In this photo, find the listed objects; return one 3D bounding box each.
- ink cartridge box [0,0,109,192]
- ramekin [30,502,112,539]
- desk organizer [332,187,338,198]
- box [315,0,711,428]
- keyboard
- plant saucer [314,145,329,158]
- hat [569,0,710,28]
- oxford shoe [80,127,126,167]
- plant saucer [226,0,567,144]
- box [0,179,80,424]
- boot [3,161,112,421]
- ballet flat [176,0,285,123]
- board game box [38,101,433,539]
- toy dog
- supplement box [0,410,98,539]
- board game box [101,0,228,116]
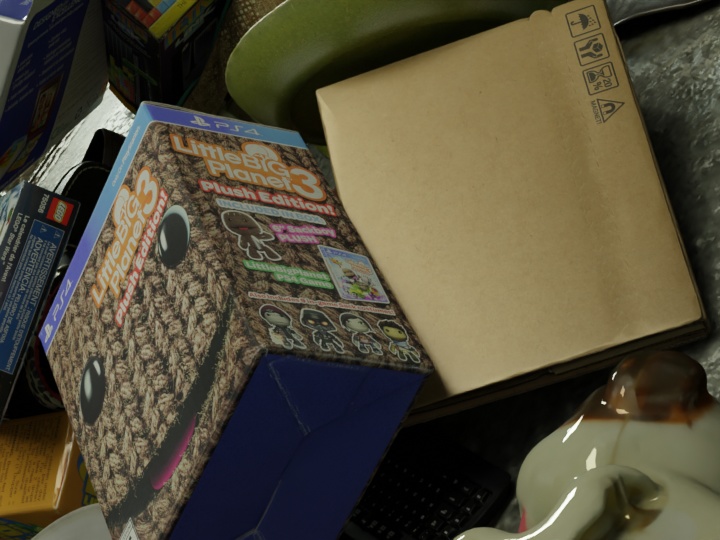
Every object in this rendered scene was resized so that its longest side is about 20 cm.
[{"bbox_3d":[-0.196,-0.157,1.280,0.198,0.047,0.201,-52,-13,-55],"label":"ink cartridge box"},{"bbox_3d":[-0.132,0.212,1.032,0.202,0.094,0.203,-31,36,26],"label":"ramekin"},{"bbox_3d":[0.000,0.000,1.118,0.199,0.072,0.077,-22,38,37],"label":"desk organizer"},{"bbox_3d":[0.071,-0.033,1.000,0.162,0.021,0.201,-18,60,9],"label":"box"},{"bbox_3d":[-0.011,0.110,1.039,0.104,0.040,0.200,-51,31,-10],"label":"keyboard"},{"bbox_3d":[0.032,-0.160,1.286,0.199,0.031,0.201,-32,35,26],"label":"plant saucer"},{"bbox_3d":[0.173,-0.234,1.141,0.200,0.081,0.201,-32,35,25],"label":"hat"},{"bbox_3d":[-0.211,-0.007,1.382,0.071,0.072,0.201,7,62,53],"label":"oxford shoe"},{"bbox_3d":[0.025,-0.117,1.110,0.199,0.199,0.031,-28,68,31],"label":"plant saucer"},{"bbox_3d":[-0.228,0.025,1.215,0.138,0.040,0.200,-71,16,-10],"label":"box"},{"bbox_3d":[-0.176,0.011,1.263,0.154,0.073,0.205,144,143,-67],"label":"boot"},{"bbox_3d":[-0.077,-0.126,1.333,0.070,0.065,0.200,-39,-13,-38],"label":"ballet flat"},{"bbox_3d":[-0.070,0.041,1.002,0.160,0.096,0.200,-62,36,27],"label":"board game box"},{"bbox_3d":[0.124,0.120,0.777,0.193,0.140,0.200,-25,35,6],"label":"toy dog"},{"bbox_3d":[-0.217,0.136,1.236,0.199,0.066,0.069,-15,56,44],"label":"supplement box"},{"bbox_3d":[-0.088,-0.204,1.344,0.200,0.057,0.165,-47,-10,-17],"label":"board game box"}]
